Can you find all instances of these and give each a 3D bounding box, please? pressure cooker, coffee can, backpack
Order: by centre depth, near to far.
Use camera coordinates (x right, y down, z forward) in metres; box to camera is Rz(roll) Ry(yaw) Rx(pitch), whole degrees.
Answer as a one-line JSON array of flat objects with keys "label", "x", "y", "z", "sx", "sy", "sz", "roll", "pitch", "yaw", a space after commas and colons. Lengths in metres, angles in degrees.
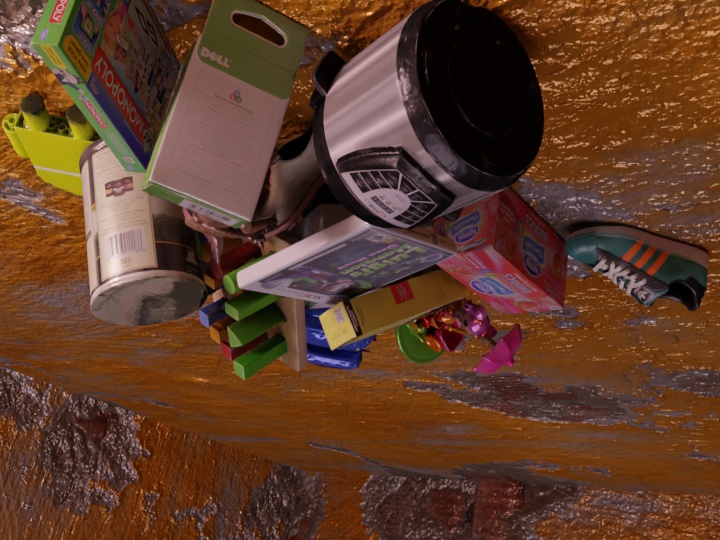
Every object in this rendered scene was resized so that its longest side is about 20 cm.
[{"label": "pressure cooker", "x": 0.053, "y": -0.133, "z": 0.727, "sx": 0.176, "sy": 0.181, "sz": 0.198, "roll": -10, "pitch": 175, "yaw": -38}, {"label": "coffee can", "x": -0.280, "y": -0.052, "z": 0.985, "sx": 0.142, "sy": 0.205, "sz": 0.147, "roll": -11, "pitch": 158, "yaw": -5}, {"label": "backpack", "x": -0.033, "y": 0.069, "z": 1.212, "sx": 0.158, "sy": 0.173, "sz": 0.200, "roll": 4, "pitch": 175, "yaw": 0}]

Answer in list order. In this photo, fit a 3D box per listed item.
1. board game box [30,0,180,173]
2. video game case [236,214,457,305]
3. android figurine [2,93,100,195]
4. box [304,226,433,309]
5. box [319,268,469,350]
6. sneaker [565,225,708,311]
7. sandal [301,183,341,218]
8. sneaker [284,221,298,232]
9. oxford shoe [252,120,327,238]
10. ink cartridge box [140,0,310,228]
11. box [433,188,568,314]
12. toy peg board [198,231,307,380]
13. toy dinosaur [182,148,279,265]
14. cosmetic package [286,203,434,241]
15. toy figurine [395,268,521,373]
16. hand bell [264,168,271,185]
[{"label": "board game box", "x": -0.235, "y": -0.206, "z": 0.742, "sx": 0.028, "sy": 0.138, "sz": 0.201, "roll": 6, "pitch": 158, "yaw": 10}, {"label": "video game case", "x": -0.013, "y": -0.008, "z": 0.888, "sx": 0.197, "sy": 0.024, "sz": 0.180, "roll": -24, "pitch": 158, "yaw": 32}, {"label": "android figurine", "x": -0.388, "y": -0.160, "z": 1.042, "sx": 0.177, "sy": 0.042, "sz": 0.201, "roll": 10, "pitch": 155, "yaw": 1}, {"label": "box", "x": 0.000, "y": 0.000, "z": 1.009, "sx": 0.141, "sy": 0.037, "sz": 0.200, "roll": -5, "pitch": 159, "yaw": -20}, {"label": "box", "x": 0.047, "y": 0.046, "z": 1.011, "sx": 0.196, "sy": 0.051, "sz": 0.075, "roll": -17, "pitch": 170, "yaw": -32}, {"label": "sneaker", "x": 0.364, "y": -0.001, "z": 1.010, "sx": 0.195, "sy": 0.082, "sz": 0.072, "roll": 12, "pitch": 158, "yaw": -1}, {"label": "sandal", "x": -0.032, "y": -0.085, "z": 1.045, "sx": 0.073, "sy": 0.049, "sz": 0.200, "roll": -12, "pitch": 165, "yaw": 12}, {"label": "sneaker", "x": -0.151, "y": -0.032, "z": 1.195, "sx": 0.195, "sy": 0.083, "sz": 0.146, "roll": -2, "pitch": 161, "yaw": 23}, {"label": "oxford shoe", "x": -0.086, "y": -0.116, "z": 0.930, "sx": 0.074, "sy": 0.071, "sz": 0.199, "roll": 31, "pitch": 122, "yaw": -28}, {"label": "ink cartridge box", "x": -0.129, "y": -0.156, "z": 0.744, "sx": 0.102, "sy": 0.205, "sz": 0.059, "roll": 20, "pitch": 169, "yaw": -22}, {"label": "box", "x": 0.188, "y": -0.024, "z": 1.021, "sx": 0.101, "sy": 0.097, "sz": 0.199, "roll": -7, "pitch": 151, "yaw": 39}, {"label": "toy peg board", "x": -0.175, "y": 0.030, "z": 1.050, "sx": 0.197, "sy": 0.097, "sz": 0.204, "roll": 27, "pitch": 130, "yaw": 37}, {"label": "toy dinosaur", "x": -0.169, "y": -0.075, "z": 0.876, "sx": 0.132, "sy": 0.088, "sz": 0.200, "roll": -2, "pitch": 158, "yaw": -29}, {"label": "cosmetic package", "x": -0.002, "y": -0.036, "z": 1.048, "sx": 0.196, "sy": 0.053, "sz": 0.150, "roll": 0, "pitch": 164, "yaw": -32}, {"label": "toy figurine", "x": 0.155, "y": 0.074, "z": 1.149, "sx": 0.182, "sy": 0.150, "sz": 0.202, "roll": 18, "pitch": 144, "yaw": 48}, {"label": "hand bell", "x": -0.135, "y": -0.127, "z": 0.980, "sx": 0.197, "sy": 0.107, "sz": 0.103, "roll": 12, "pitch": 162, "yaw": -39}]
